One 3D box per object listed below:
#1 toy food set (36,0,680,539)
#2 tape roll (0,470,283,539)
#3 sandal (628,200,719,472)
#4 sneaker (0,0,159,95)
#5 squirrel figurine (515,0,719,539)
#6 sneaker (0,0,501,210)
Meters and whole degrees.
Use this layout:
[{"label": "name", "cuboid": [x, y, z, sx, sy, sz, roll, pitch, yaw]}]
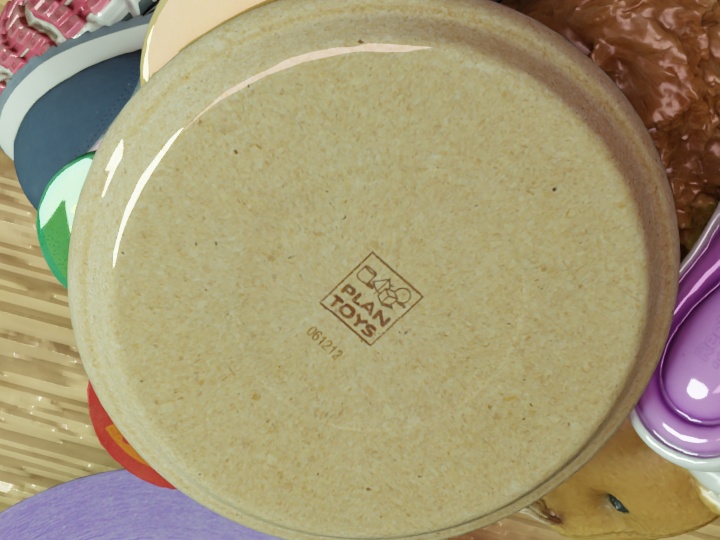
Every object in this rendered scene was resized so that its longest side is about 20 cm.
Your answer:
[{"label": "toy food set", "cuboid": [0.000, 0.000, 0.922, 0.200, 0.049, 0.198, 25, 109, -15]}, {"label": "tape roll", "cuboid": [-0.071, 0.173, 1.022, 0.200, 0.066, 0.200, 0, 63, 0]}, {"label": "sandal", "cuboid": [0.149, -0.026, 0.930, 0.082, 0.050, 0.203, 27, 96, 19]}, {"label": "sneaker", "cuboid": [-0.055, -0.105, 1.042, 0.200, 0.081, 0.075, -38, 121, 13]}, {"label": "squirrel figurine", "cuboid": [0.092, -0.003, 1.015, 0.200, 0.142, 0.187, -37, 99, 9]}, {"label": "sneaker", "cuboid": [-0.020, -0.061, 0.994, 0.200, 0.070, 0.082, -27, 52, -7]}]
